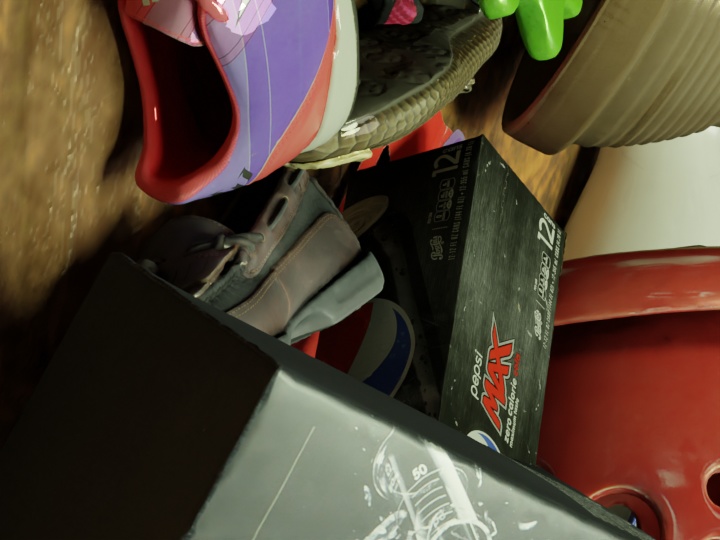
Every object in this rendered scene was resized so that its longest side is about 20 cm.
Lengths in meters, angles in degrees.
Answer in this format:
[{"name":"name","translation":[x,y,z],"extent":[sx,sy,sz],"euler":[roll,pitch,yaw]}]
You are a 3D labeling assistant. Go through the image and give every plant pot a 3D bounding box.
[{"name":"plant pot","translation":[0.121,0.090,0.951],"extent":[0.200,0.200,0.183],"euler":[22,62,-71]},{"name":"plant pot","translation":[0.150,-0.131,1.042],"extent":[0.201,0.093,0.201],"euler":[-63,-175,11]}]

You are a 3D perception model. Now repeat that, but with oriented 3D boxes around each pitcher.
[{"name":"pitcher","translation":[0.165,-0.007,1.290],"extent":[0.172,0.121,0.201],"euler":[76,20,-83]}]

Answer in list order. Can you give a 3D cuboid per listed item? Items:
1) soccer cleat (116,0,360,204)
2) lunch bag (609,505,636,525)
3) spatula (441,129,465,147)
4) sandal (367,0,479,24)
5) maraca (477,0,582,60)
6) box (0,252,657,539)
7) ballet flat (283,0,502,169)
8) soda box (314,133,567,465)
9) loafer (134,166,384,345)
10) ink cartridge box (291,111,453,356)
[{"name":"soccer cleat","translation":[-0.042,-0.110,0.681],"extent":[0.073,0.068,0.200],"euler":[-38,140,-38]},{"name":"lunch bag","translation":[0.131,0.216,1.239],"extent":[0.200,0.127,0.170],"euler":[-66,-166,-16]},{"name":"spatula","translation":[0.000,0.000,0.915],"extent":[0.200,0.021,0.057],"euler":[-33,119,-48]},{"name":"sandal","translation":[0.005,-0.118,0.805],"extent":[0.045,0.075,0.200],"euler":[-37,176,13]},{"name":"maraca","translation":[0.044,-0.171,0.765],"extent":[0.137,0.107,0.200],"euler":[23,59,-60]},{"name":"box","translation":[-0.028,0.129,0.649],"extent":[0.182,0.104,0.200],"euler":[28,91,-35]},{"name":"ballet flat","translation":[0.010,-0.068,0.859],"extent":[0.200,0.067,0.046],"euler":[-49,145,-64]},{"name":"soda box","translation":[0.024,0.051,0.841],"extent":[0.071,0.063,0.200],"euler":[47,40,-39]},{"name":"loafer","translation":[-0.053,0.006,0.756],"extent":[0.063,0.072,0.200],"euler":[67,23,-3]},{"name":"ink cartridge box","translation":[0.030,0.020,1.007],"extent":[0.200,0.050,0.161],"euler":[78,33,-58]}]
